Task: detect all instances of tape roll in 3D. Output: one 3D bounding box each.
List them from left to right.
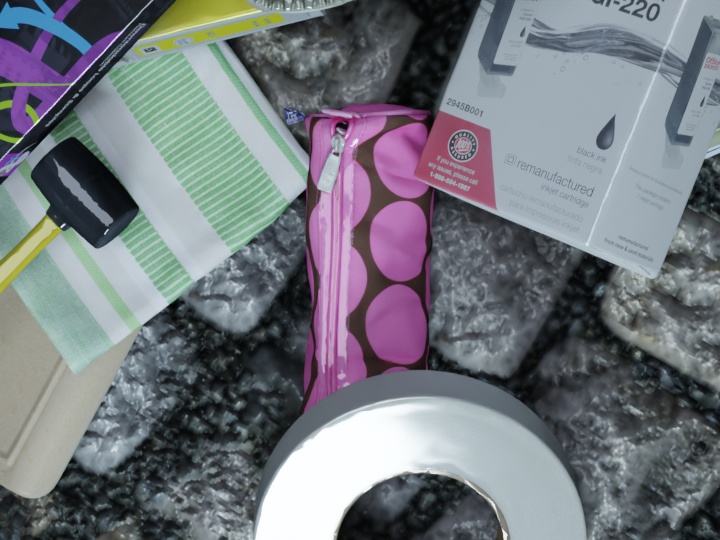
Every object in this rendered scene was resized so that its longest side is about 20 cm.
[{"bbox_3d":[0.035,0.157,1.264,0.201,0.037,0.204,-1,112,-2],"label":"tape roll"}]

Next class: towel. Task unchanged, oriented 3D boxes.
[{"bbox_3d":[-0.143,-0.056,1.333,0.199,0.023,0.153,-37,82,-4],"label":"towel"}]

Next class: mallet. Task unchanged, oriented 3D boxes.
[{"bbox_3d":[-0.216,0.014,1.302,0.066,0.041,0.200,38,91,4],"label":"mallet"}]

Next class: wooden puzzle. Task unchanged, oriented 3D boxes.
[{"bbox_3d":[-0.243,0.020,1.369,0.199,0.037,0.186,29,94,5],"label":"wooden puzzle"}]

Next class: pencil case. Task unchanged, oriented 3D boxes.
[{"bbox_3d":[0.000,0.000,1.289,0.090,0.094,0.202,-1,89,13],"label":"pencil case"}]

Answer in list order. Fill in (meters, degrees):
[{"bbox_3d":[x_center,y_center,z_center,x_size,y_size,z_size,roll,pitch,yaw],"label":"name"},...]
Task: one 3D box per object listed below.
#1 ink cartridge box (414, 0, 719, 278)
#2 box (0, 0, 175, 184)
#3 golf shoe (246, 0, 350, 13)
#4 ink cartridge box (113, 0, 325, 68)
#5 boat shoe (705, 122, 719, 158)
[{"bbox_3d":[0.137,-0.118,1.242,0.145,0.085,0.201,24,92,40],"label":"ink cartridge box"},{"bbox_3d":[-0.206,-0.169,1.289,0.200,0.036,0.143,-43,81,18],"label":"box"},{"bbox_3d":[0.010,-0.200,1.266,0.199,0.097,0.079,-29,83,-16],"label":"golf shoe"},{"bbox_3d":[-0.133,-0.231,1.328,0.198,0.047,0.199,-12,76,9],"label":"ink cartridge box"},{"bbox_3d":[0.237,-0.126,1.259,0.199,0.062,0.072,-30,84,11],"label":"boat shoe"}]
